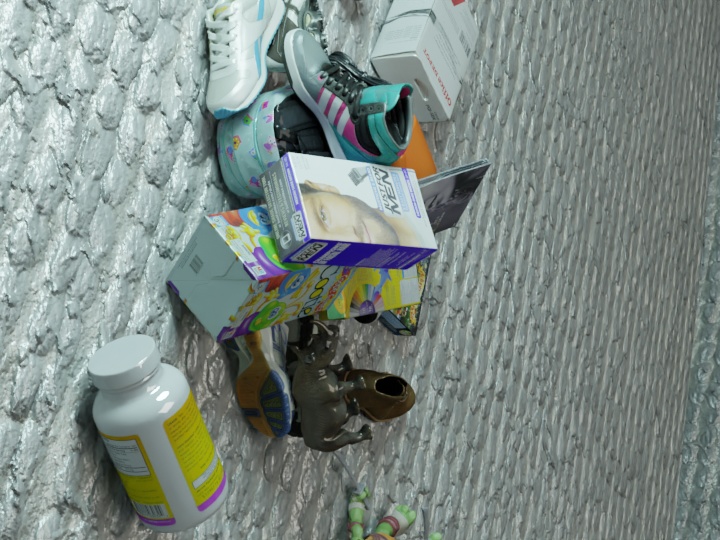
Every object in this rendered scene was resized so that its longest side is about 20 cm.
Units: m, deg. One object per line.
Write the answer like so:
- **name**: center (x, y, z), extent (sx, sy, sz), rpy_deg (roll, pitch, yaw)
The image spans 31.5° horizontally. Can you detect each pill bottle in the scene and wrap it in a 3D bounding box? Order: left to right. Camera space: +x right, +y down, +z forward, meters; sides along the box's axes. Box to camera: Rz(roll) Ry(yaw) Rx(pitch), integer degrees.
- **pill bottle**: center (-0.216, 0.169, 1.337), extent (0.104, 0.104, 0.201), rpy_deg (-53, 134, -48)

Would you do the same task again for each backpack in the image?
- **backpack**: center (-0.081, -0.153, 1.573), extent (0.200, 0.126, 0.168), rpy_deg (-19, 94, -58)

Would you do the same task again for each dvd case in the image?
- **dvd case**: center (0.081, -0.083, 1.792), extent (0.199, 0.149, 0.016), rpy_deg (-19, 64, -31)

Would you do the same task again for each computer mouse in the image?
- **computer mouse**: center (-0.039, -0.186, 1.683), extent (0.046, 0.140, 0.201), rpy_deg (-23, 148, -50)

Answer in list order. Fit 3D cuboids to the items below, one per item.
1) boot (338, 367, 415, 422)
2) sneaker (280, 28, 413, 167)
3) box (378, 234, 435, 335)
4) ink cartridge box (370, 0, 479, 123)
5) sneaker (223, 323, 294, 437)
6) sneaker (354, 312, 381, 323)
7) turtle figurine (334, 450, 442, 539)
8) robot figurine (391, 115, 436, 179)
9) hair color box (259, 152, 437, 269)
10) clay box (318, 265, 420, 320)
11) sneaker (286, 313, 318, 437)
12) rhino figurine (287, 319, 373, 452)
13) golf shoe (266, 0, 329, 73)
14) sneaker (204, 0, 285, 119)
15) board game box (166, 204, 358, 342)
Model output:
- **boot**: center (0.043, 0.180, 1.838), extent (0.200, 0.075, 0.074), rpy_deg (22, 68, -60)
- **sneaker**: center (-0.003, -0.206, 1.489), extent (0.201, 0.120, 0.084), rpy_deg (59, 37, -16)
- **box**: center (0.058, -0.021, 1.908), extent (0.137, 0.038, 0.201), rpy_deg (43, 52, -52)
- **ink cartridge box**: center (0.101, -0.344, 1.951), extent (0.147, 0.082, 0.201), rpy_deg (59, 40, -42)
- **sneaker**: center (-0.111, 0.105, 1.561), extent (0.088, 0.075, 0.201), rpy_deg (-44, 127, -54)
- **sneaker**: center (-0.045, 0.006, 1.699), extent (0.112, 0.073, 0.201), rpy_deg (-48, 123, -46)
- **turtle figurine**: center (0.054, 0.357, 1.784), extent (0.194, 0.143, 0.201), rpy_deg (11, 83, -64)
- **robot figurine**: center (0.037, -0.168, 1.791), extent (0.201, 0.116, 0.144), rpy_deg (64, 36, -31)
- **hair color box**: center (-0.012, -0.065, 1.464), extent (0.199, 0.065, 0.110), rpy_deg (2, 64, -41)
- **clay box**: center (0.000, 0.000, 1.659), extent (0.200, 0.047, 0.116), rpy_deg (-8, 92, -52)
- **sneaker**: center (-0.073, 0.114, 1.645), extent (0.089, 0.076, 0.201), rpy_deg (-36, 126, -75)
- **rhino figurine**: center (-0.042, 0.141, 1.553), extent (0.087, 0.060, 0.201), rpy_deg (-23, 127, -18)
- **golf shoe**: center (-0.096, -0.326, 1.609), extent (0.078, 0.094, 0.201), rpy_deg (76, 3, -48)
- **sneaker**: center (-0.152, -0.268, 1.511), extent (0.081, 0.076, 0.201), rpy_deg (42, 46, -42)
- **board game box**: center (-0.105, -0.005, 1.477), extent (0.200, 0.103, 0.105), rpy_deg (-16, 148, -51)
